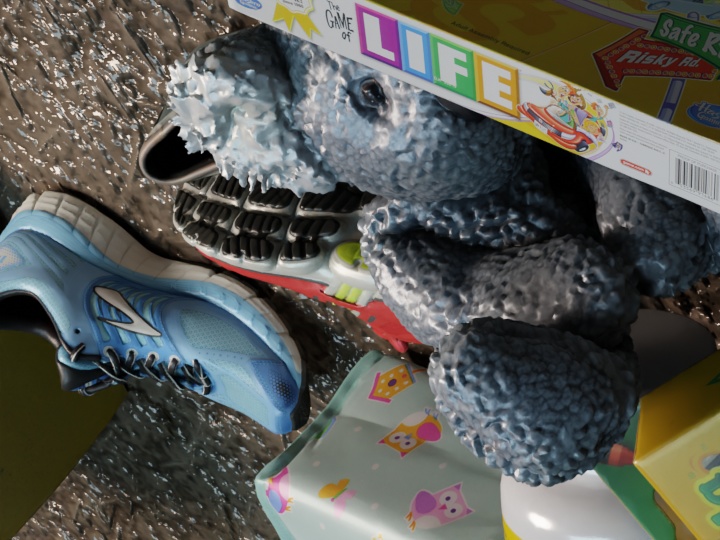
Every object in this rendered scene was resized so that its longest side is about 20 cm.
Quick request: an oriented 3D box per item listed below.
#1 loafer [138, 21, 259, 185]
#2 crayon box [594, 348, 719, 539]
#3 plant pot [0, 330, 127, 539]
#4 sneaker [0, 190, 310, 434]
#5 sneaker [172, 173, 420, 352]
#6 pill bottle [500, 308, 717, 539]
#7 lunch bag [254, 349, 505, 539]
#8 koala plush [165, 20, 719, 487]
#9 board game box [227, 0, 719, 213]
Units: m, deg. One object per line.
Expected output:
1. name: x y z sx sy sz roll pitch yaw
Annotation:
1. loafer: -0.030 -0.077 1.084 0.072 0.063 0.200 47 149 -14
2. crayon box: 0.194 0.071 0.950 0.200 0.051 0.127 -35 107 24
3. plant pot: -0.290 0.087 1.421 0.199 0.177 0.200 -4 140 41
4. sneaker: -0.115 0.041 1.306 0.199 0.090 0.079 25 147 21
5. sneaker: 0.000 0.000 1.146 0.199 0.077 0.085 19 150 31
6. pill bottle: 0.117 0.124 1.073 0.111 0.111 0.201 12 121 38
7. lunch bag: 0.064 0.157 1.230 0.170 0.122 0.201 20 146 43
8. koala plush: 0.037 -0.049 0.951 0.200 0.178 0.184 43 174 -12
9. board game box: 0.071 -0.109 0.862 0.199 0.135 0.034 24 147 23
